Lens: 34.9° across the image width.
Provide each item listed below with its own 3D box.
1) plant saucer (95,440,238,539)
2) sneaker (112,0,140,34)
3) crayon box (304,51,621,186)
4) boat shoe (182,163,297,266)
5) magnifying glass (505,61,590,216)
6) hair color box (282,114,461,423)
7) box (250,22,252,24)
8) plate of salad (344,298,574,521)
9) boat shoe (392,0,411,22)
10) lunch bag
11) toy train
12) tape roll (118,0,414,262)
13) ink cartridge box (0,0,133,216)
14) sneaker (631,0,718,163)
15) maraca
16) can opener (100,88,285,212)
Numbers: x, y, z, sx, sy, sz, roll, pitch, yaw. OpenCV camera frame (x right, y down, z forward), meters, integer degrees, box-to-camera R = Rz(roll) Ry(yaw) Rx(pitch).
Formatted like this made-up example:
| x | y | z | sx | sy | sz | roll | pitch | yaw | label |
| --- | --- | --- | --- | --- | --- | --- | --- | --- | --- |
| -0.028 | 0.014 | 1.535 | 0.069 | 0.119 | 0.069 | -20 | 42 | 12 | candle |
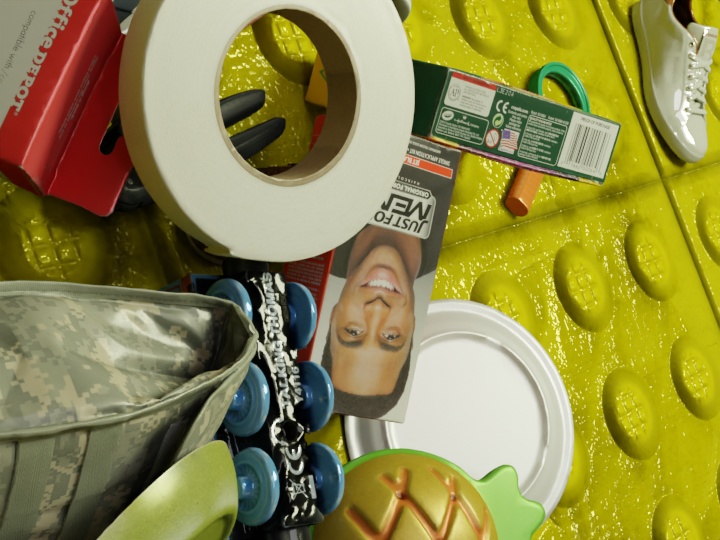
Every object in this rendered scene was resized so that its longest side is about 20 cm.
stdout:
| x | y | z | sx | sy | sz | roll | pitch | yaw | label |
| --- | --- | --- | --- | --- | --- | --- | --- | --- | --- |
| -0.126 | 0.181 | 0.614 | 0.031 | 0.201 | 0.200 | 37 | 46 | 11 | plant saucer |
| -0.190 | -0.130 | 0.763 | 0.197 | 0.079 | 0.132 | 24 | 61 | -33 | sneaker |
| 0.083 | -0.131 | 0.938 | 0.198 | 0.172 | 0.059 | 10 | 101 | -39 | crayon box |
| -0.044 | -0.051 | 0.865 | 0.198 | 0.067 | 0.073 | -11 | 80 | -43 | boat shoe |
| 0.182 | -0.130 | 1.130 | 0.080 | 0.022 | 0.202 | 43 | 48 | -20 | magnifying glass |
| 0.000 | 0.000 | 0.821 | 0.100 | 0.061 | 0.204 | 12 | 90 | -38 | hair color box |
| -0.114 | -0.289 | 0.858 | 0.094 | 0.103 | 0.201 | -36 | 98 | -10 | box |
| 0.078 | 0.124 | 0.910 | 0.196 | 0.048 | 0.204 | 5 | 72 | -17 | plate of salad |
| -0.031 | -0.288 | 0.971 | 0.201 | 0.074 | 0.065 | 37 | 57 | -16 | boat shoe |
| -0.157 | 0.097 | 0.628 | 0.198 | 0.165 | 0.118 | -5 | 47 | -42 | lunch bag |
| -0.078 | 0.091 | 0.746 | 0.086 | 0.113 | 0.204 | 4 | 70 | -46 | toy train |
| -0.053 | -0.107 | 0.706 | 0.200 | 0.037 | 0.207 | -6 | 100 | -36 | tape roll |
| -0.218 | -0.124 | 0.664 | 0.197 | 0.067 | 0.118 | 22 | 79 | 0 | ink cartridge box |
| 0.365 | -0.225 | 1.283 | 0.072 | 0.084 | 0.204 | -3 | 76 | -43 | sneaker |
| 0.050 | 0.196 | 0.811 | 0.197 | 0.107 | 0.140 | 5 | 76 | -25 | maraca |
| -0.117 | -0.089 | 0.823 | 0.199 | 0.078 | 0.064 | -26 | 89 | -55 | can opener |
